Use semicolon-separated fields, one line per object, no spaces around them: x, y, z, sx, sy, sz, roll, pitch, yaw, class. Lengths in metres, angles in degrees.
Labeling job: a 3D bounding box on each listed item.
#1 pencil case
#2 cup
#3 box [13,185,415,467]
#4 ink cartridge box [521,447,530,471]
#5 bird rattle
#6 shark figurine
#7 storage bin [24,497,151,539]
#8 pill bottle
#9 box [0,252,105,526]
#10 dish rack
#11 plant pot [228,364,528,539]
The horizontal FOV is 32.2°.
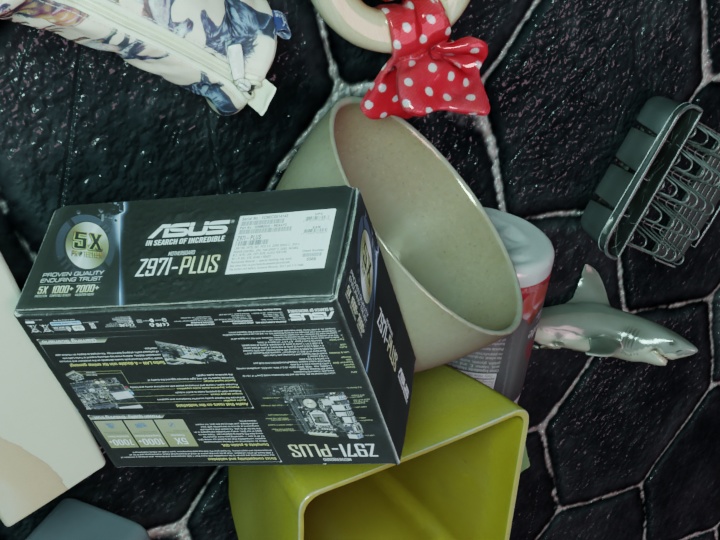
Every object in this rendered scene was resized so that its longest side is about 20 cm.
-0.134;-0.155;0.722;0.199;0.089;0.078;18;107;-45;pencil case
0.000;0.000;0.895;0.143;0.202;0.199;-39;143;24;cup
-0.081;0.040;0.765;0.197;0.087;0.165;-4;137;16;box
0.094;0.217;1.217;0.199;0.048;0.146;-32;134;-16;ink cartridge box
0.032;-0.203;0.848;0.162;0.113;0.201;20;109;-25;bird rattle
0.199;0.036;1.177;0.212;0.128;0.091;11;87;-26;shark figurine
-0.216;0.274;0.937;0.135;0.144;0.202;-54;146;-39;storage bin
0.090;0.058;1.052;0.110;0.111;0.202;-13;127;-34;pill bottle
-0.239;0.053;0.776;0.077;0.095;0.201;-32;133;-19;box
0.299;-0.074;1.183;0.199;0.054;0.154;16;108;-46;dish rack
-0.007;0.168;0.991;0.198;0.176;0.202;-17;128;-28;plant pot
